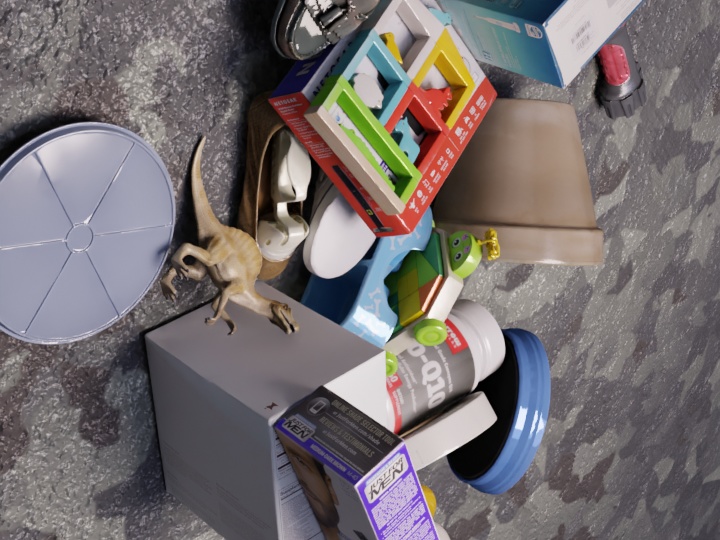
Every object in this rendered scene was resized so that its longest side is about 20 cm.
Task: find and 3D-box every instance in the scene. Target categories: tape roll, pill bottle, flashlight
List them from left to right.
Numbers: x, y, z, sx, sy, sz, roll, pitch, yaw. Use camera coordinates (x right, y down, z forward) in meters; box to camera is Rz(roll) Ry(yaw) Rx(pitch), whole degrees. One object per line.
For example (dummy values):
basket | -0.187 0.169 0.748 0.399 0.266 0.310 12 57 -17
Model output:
tape roll | 0.059 0.198 1.386 0.203 0.203 0.037 -25 85 -36
pill bottle | 0.063 0.110 1.384 0.200 0.114 0.114 -26 128 -36
flashlight | 0.295 -0.260 1.466 0.200 0.068 0.068 60 29 -50

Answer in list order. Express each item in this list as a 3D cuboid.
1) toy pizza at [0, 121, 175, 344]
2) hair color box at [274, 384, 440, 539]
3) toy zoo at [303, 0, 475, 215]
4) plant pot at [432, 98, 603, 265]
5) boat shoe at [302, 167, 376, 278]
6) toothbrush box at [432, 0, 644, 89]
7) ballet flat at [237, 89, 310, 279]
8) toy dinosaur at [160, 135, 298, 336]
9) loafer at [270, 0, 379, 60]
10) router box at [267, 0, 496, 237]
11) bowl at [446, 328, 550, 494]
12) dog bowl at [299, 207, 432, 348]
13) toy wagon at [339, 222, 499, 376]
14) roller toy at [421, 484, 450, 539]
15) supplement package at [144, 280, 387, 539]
toy pizza | -0.246 -0.032 1.042 0.200 0.032 0.200 -23 126 -36
hair color box | 0.005 0.205 1.081 0.065 0.109 0.200 -39 134 -23
toy zoo | 0.038 -0.167 1.122 0.131 0.020 0.200 49 57 -30
plant pot | 0.169 -0.098 1.346 0.200 0.200 0.174 -1 94 -46
boat shoe | -0.013 -0.088 1.220 0.072 0.066 0.200 26 81 -39
toothbrush box | 0.156 -0.278 1.198 0.146 0.200 0.085 -48 139 -18
ballet flat | -0.075 -0.071 1.167 0.068 0.072 0.200 -10 119 -33
toy dinosaur | -0.136 -0.013 1.133 0.101 0.058 0.200 -36 102 -38
loafer | 0.001 -0.262 1.071 0.200 0.063 0.072 -52 141 -10
router box | 0.028 -0.163 1.160 0.180 0.049 0.200 50 56 -29
bowl | 0.158 0.165 1.465 0.039 0.201 0.201 15 102 -20
dog bowl | 0.000 0.000 1.250 0.050 0.111 0.200 33 73 -35
toy wagon | 0.056 0.012 1.253 0.040 0.155 0.200 31 129 -33
roller toy | 0.016 0.356 1.453 0.200 0.140 0.183 -39 136 -26
supplement package | -0.087 0.151 1.188 0.147 0.191 0.200 -27 130 -35
